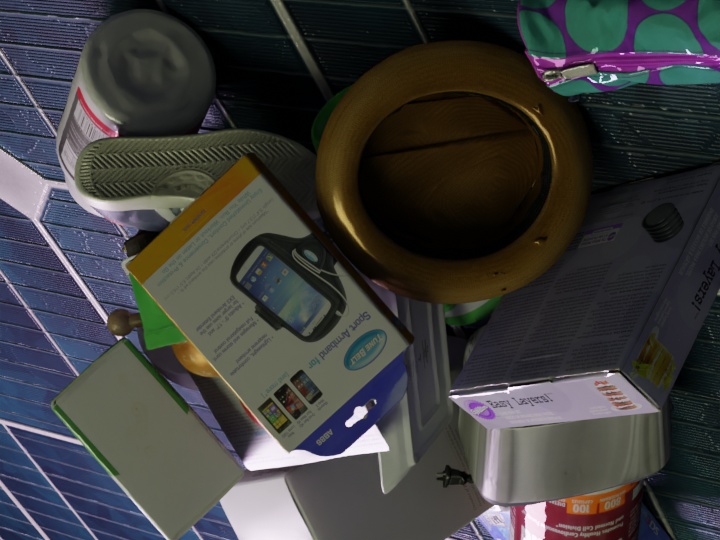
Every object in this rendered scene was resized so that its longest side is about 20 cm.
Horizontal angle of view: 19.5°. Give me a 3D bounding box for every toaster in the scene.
[{"bbox_3d":[0.153,0.102,1.641,0.198,0.114,0.130,-10,140,-5],"label":"toaster"}]

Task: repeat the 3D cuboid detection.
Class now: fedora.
[{"bbox_3d":[0.063,-0.074,1.489,0.200,0.201,0.082,40,-176,-14],"label":"fedora"}]

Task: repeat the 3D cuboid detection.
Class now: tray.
[{"bbox_3d":[0.040,0.060,1.558,0.022,0.107,0.202,11,125,28],"label":"tray"}]

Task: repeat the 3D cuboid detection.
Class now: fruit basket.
[{"bbox_3d":[-0.077,0.057,1.575,0.184,0.094,0.201,-15,115,51],"label":"fruit basket"}]

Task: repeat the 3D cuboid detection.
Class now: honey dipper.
[{"bbox_3d":[-0.111,0.029,1.654,0.198,0.038,0.038,-7,138,18],"label":"honey dipper"}]

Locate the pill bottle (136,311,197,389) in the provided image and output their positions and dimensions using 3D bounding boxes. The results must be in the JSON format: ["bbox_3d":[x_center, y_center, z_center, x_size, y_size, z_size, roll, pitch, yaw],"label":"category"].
[{"bbox_3d":[-0.128,0.046,1.819,0.111,0.113,0.200,27,-175,11],"label":"pill bottle"}]

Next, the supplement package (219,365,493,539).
[{"bbox_3d":[0.005,0.180,1.727,0.121,0.199,0.121,-17,101,56],"label":"supplement package"}]

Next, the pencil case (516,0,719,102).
[{"bbox_3d":[0.194,-0.148,1.278,0.199,0.093,0.085,2,140,44],"label":"pencil case"}]

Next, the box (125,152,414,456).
[{"bbox_3d":[-0.055,0.031,1.465,0.200,0.119,0.041,49,-172,-1],"label":"box"}]

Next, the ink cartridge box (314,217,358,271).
[{"bbox_3d":[0.000,0.000,1.672,0.201,0.042,0.119,55,176,5],"label":"ink cartridge box"}]

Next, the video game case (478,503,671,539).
[{"bbox_3d":[0.225,0.276,1.975,0.180,0.046,0.200,-2,136,46],"label":"video game case"}]

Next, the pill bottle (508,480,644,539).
[{"bbox_3d":[0.183,0.212,1.791,0.113,0.114,0.201,20,134,24],"label":"pill bottle"}]

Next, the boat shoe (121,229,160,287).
[{"bbox_3d":[-0.149,-0.031,1.725,0.071,0.201,0.061,-18,105,11],"label":"boat shoe"}]

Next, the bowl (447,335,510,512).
[{"bbox_3d":[0.077,0.143,1.889,0.198,0.075,0.201,12,147,36],"label":"bowl"}]

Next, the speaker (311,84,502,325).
[{"bbox_3d":[0.042,-0.050,1.602,0.088,0.089,0.200,3,140,44],"label":"speaker"}]

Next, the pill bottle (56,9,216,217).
[{"bbox_3d":[-0.189,-0.119,1.707,0.110,0.111,0.200,33,153,-1],"label":"pill bottle"}]

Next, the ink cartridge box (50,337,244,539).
[{"bbox_3d":[-0.174,0.132,1.693,0.147,0.083,0.200,48,173,-4],"label":"ink cartridge box"}]

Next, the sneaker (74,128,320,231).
[{"bbox_3d":[-0.118,-0.064,1.614,0.198,0.076,0.085,6,164,4],"label":"sneaker"}]

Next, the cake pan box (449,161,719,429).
[{"bbox_3d":[0.168,0.022,1.477,0.052,0.185,0.199,44,150,-21],"label":"cake pan box"}]
